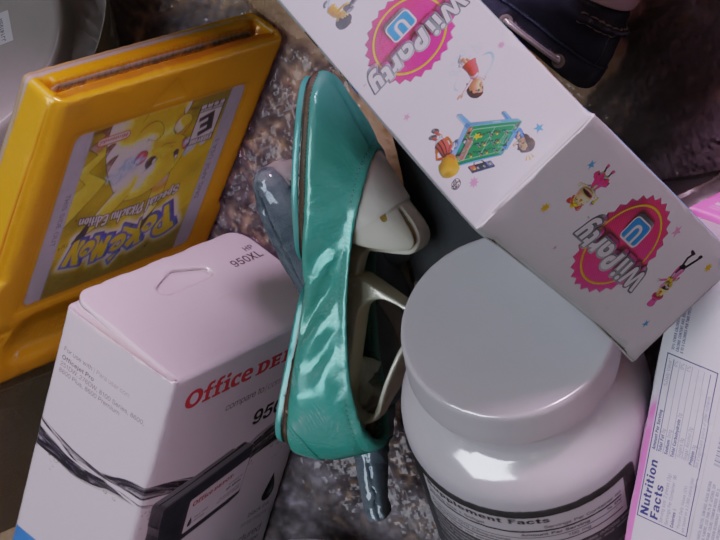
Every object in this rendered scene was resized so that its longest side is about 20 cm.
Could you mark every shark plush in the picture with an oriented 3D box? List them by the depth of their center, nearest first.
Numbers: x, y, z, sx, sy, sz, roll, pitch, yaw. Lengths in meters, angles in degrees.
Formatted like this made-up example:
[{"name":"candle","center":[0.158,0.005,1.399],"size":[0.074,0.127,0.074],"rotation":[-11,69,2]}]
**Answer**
[{"name":"shark plush","center":[-0.016,0.034,1.089],"size":[0.091,0.083,0.201],"rotation":[14,114,35]}]

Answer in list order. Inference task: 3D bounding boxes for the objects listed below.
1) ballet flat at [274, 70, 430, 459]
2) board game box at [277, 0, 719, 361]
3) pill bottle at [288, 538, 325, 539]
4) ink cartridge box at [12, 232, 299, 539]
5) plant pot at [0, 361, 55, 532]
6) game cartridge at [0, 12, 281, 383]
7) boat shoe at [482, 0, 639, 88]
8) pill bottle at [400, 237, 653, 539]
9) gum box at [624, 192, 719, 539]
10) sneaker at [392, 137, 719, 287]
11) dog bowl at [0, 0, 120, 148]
[{"name":"ballet flat","center":[0.000,0.000,1.013],"size":[0.070,0.067,0.201],"rotation":[8,107,14]},{"name":"board game box","center":[0.048,-0.069,0.834],"size":[0.064,0.147,0.200],"rotation":[-44,53,8]},{"name":"pill bottle","center":[-0.041,0.261,1.173],"size":[0.114,0.114,0.201],"rotation":[32,124,27]},{"name":"ink cartridge box","center":[-0.108,0.096,1.146],"size":[0.084,0.144,0.201],"rotation":[33,125,24]},{"name":"plant pot","center":[-0.265,0.051,1.236],"size":[0.177,0.200,0.200],"rotation":[-43,77,33]},{"name":"game cartridge","center":[-0.134,-0.036,1.099],"size":[0.032,0.176,0.200],"rotation":[38,127,23]},{"name":"boat shoe","center":[0.043,-0.156,0.982],"size":[0.200,0.075,0.062],"rotation":[31,112,17]},{"name":"pill bottle","center":[0.081,0.077,0.947],"size":[0.116,0.116,0.200],"rotation":[30,156,28]},{"name":"gum box","center":[0.184,0.059,0.912],"size":[0.066,0.113,0.201],"rotation":[24,119,31]},{"name":"sneaker","center":[0.090,-0.046,0.979],"size":[0.200,0.075,0.107],"rotation":[-11,98,42]},{"name":"dog bowl","center":[-0.227,-0.116,1.154],"size":[0.200,0.200,0.059],"rotation":[30,166,28]}]
